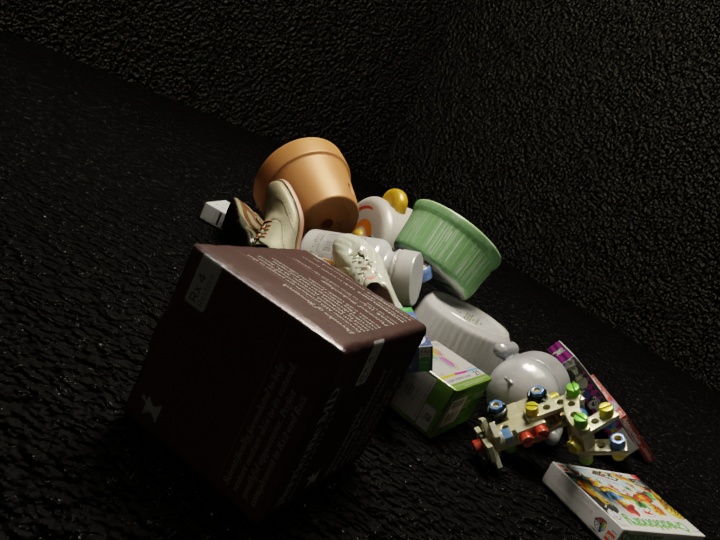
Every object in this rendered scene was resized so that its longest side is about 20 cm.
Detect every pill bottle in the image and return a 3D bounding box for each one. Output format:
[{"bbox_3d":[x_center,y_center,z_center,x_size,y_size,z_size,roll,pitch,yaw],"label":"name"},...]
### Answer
[{"bbox_3d":[0.000,0.000,1.119,0.197,0.116,0.114,9,7,18],"label":"pill bottle"}]

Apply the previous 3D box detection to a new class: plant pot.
[{"bbox_3d":[-0.092,-0.133,1.284,0.198,0.201,0.141,14,33,-45],"label":"plant pot"}]

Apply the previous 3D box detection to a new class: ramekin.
[{"bbox_3d":[0.158,-0.033,1.260,0.199,0.098,0.200,36,-8,6],"label":"ramekin"},{"bbox_3d":[0.175,0.116,1.193,0.200,0.095,0.203,25,12,-6],"label":"ramekin"}]

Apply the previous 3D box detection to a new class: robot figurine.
[{"bbox_3d":[0.262,0.187,1.037,0.171,0.113,0.199,58,22,15],"label":"robot figurine"}]

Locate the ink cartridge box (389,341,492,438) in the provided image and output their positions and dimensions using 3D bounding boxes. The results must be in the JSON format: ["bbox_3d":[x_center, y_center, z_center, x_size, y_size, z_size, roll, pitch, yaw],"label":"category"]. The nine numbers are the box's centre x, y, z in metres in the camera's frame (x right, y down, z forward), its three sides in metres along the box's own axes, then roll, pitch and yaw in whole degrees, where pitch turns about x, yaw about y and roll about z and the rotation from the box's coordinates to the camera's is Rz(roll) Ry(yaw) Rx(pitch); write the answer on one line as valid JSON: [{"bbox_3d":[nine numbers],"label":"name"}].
[{"bbox_3d":[0.063,0.132,0.930,0.199,0.077,0.147,34,14,25],"label":"ink cartridge box"}]

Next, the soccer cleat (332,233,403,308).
[{"bbox_3d":[0.013,0.015,1.003,0.201,0.069,0.078,60,1,27],"label":"soccer cleat"}]

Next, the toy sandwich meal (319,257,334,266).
[{"bbox_3d":[-0.088,0.017,0.958,0.202,0.072,0.205,9,-3,0],"label":"toy sandwich meal"}]

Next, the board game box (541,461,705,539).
[{"bbox_3d":[0.348,0.315,0.880,0.198,0.035,0.126,18,14,-35],"label":"board game box"}]

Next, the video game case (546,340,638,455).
[{"bbox_3d":[0.403,0.218,1.175,0.182,0.036,0.200,56,9,4],"label":"video game case"}]

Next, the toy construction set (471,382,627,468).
[{"bbox_3d":[0.233,0.211,0.873,0.196,0.094,0.132,-6,27,-10],"label":"toy construction set"}]

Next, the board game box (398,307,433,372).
[{"bbox_3d":[-0.020,0.089,0.833,0.196,0.035,0.136,-3,17,-7],"label":"board game box"}]

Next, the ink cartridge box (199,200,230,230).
[{"bbox_3d":[-0.207,-0.076,1.307,0.198,0.040,0.099,27,12,8],"label":"ink cartridge box"}]

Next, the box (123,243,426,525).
[{"bbox_3d":[-0.069,0.088,0.615,0.163,0.168,0.199,32,13,20],"label":"box"}]

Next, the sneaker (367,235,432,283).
[{"bbox_3d":[0.032,-0.020,1.196,0.197,0.079,0.070,3,22,18],"label":"sneaker"}]

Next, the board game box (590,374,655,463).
[{"bbox_3d":[0.496,0.279,1.279,0.103,0.019,0.200,53,9,-8],"label":"board game box"}]

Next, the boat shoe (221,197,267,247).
[{"bbox_3d":[-0.196,-0.060,1.183,0.073,0.076,0.201,15,26,-30],"label":"boat shoe"}]

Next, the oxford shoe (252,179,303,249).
[{"bbox_3d":[-0.138,-0.059,1.083,0.073,0.070,0.203,8,65,-42],"label":"oxford shoe"}]

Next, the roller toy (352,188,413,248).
[{"bbox_3d":[0.042,-0.056,1.400,0.138,0.199,0.185,16,59,-35],"label":"roller toy"}]
